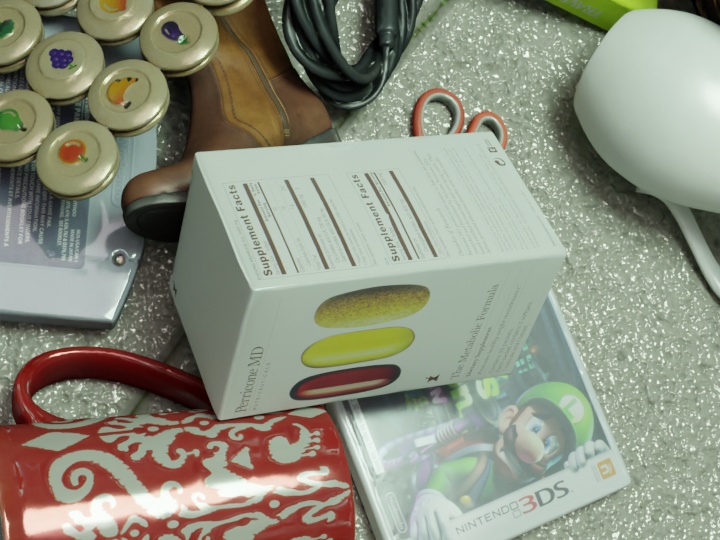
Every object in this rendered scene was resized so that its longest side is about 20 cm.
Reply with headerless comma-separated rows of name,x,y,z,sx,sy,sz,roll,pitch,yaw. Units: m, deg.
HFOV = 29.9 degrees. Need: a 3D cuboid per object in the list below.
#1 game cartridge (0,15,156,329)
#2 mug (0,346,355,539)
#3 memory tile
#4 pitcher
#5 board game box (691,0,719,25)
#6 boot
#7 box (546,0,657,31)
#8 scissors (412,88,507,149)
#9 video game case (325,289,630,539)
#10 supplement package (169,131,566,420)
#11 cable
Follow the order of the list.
game cartridge,-0.196,-0.065,0.857,0.131,0.041,0.203,5,74,-11
mug,-0.115,0.120,0.781,0.197,0.133,0.180,-6,79,-21
memory tile,-0.166,-0.144,0.826,0.152,0.017,0.201,28,69,19
pitcher,0.242,-0.075,0.945,0.199,0.173,0.121,36,41,18
board game box,0.262,-0.224,0.948,0.034,0.200,0.137,-19,80,4
boot,-0.108,-0.129,0.860,0.187,0.068,0.202,-21,82,-38
box,0.134,-0.264,0.977,0.198,0.047,0.124,19,70,-26
scissors,0.032,-0.044,0.928,0.073,0.014,0.201,37,67,-6
video game case,0.067,0.082,0.899,0.180,0.023,0.202,-19,81,-20
supplement package,0.000,0.000,0.800,0.197,0.115,0.110,-7,48,-25
cable,0.004,-0.209,0.902,0.050,0.163,0.203,13,104,20
